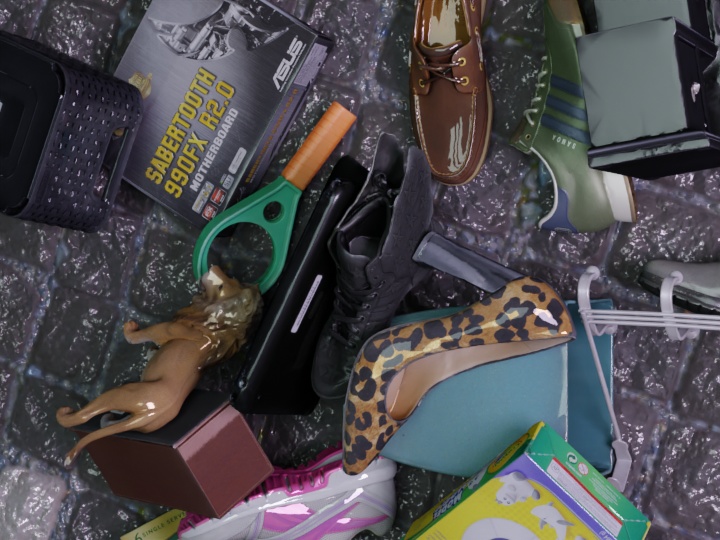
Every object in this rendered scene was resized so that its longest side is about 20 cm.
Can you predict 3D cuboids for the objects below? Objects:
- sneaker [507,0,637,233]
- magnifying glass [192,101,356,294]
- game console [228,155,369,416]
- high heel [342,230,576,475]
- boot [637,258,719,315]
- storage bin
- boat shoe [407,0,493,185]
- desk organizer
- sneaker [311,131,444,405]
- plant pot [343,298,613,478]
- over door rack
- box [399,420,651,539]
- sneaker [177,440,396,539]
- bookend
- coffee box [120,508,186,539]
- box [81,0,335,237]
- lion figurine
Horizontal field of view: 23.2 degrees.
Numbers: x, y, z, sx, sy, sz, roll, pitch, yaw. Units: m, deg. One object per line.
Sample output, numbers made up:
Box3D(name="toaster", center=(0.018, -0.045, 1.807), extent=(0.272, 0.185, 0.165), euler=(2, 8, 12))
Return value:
Box3D(name="sneaker", center=(0.159, -0.126, 1.425), extent=(0.089, 0.067, 0.203), euler=(-15, 88, 14))
Box3D(name="magnifying glass", center=(-0.071, -0.058, 1.516), extent=(0.079, 0.022, 0.201), euler=(34, 93, -28))
Box3D(name="game console", center=(-0.055, 0.005, 1.437), extent=(0.116, 0.175, 0.202), euler=(30, 100, 27))
Box3D(name="high heel", center=(0.070, 0.086, 1.314), extent=(0.142, 0.071, 0.202), euler=(27, 95, 28))
Box3D(name="boot", center=(0.326, -0.021, 1.378), extent=(0.198, 0.068, 0.132), euler=(11, 85, 16))
Box3D(name="storage bin", center=(-0.299, -0.129, 1.542), extent=(0.199, 0.093, 0.137), euler=(26, 99, 41))
Box3D(name="boat shoe", center=(0.069, -0.173, 1.458), extent=(0.071, 0.067, 0.203), euler=(0, 90, 19))
Box3D(name="desk organizer", center=(-0.163, 0.151, 1.497), extent=(0.199, 0.072, 0.078), euler=(0, 124, 56))
Box3D(name="sneaker", center=(0.002, 0.002, 1.345), extent=(0.060, 0.104, 0.201), euler=(30, 88, 32))
Box3D(name="plant pot", center=(0.091, 0.094, 1.416), extent=(0.198, 0.141, 0.143), euler=(0, 90, 22))
Box3D(name="over door rack", center=(0.254, 0.085, 1.363), extent=(0.146, 0.067, 0.202), euler=(3, 124, 27))
Box3D(name="box", center=(0.113, 0.211, 1.339), extent=(0.117, 0.048, 0.200), euler=(42, 132, -2))
Box3D(name="sneaker", center=(-0.055, 0.210, 1.478), extent=(0.198, 0.081, 0.089), euler=(-15, 105, 2))
Box3D(name="bookend", center=(0.225, -0.178, 1.333), extent=(0.091, 0.198, 0.203), euler=(-9, 86, 21))
Box3D(name="coffee box", center=(-0.118, 0.296, 1.538), extent=(0.122, 0.044, 0.202), euler=(-27, 81, 17))
Box3D(name="box", center=(-0.137, -0.155, 1.543), extent=(0.158, 0.048, 0.201), euler=(33, 101, 16))
Box3D(name="lion figurine", center=(-0.161, 0.086, 1.458), extent=(0.121, 0.073, 0.201), euler=(-5, 44, 36))
